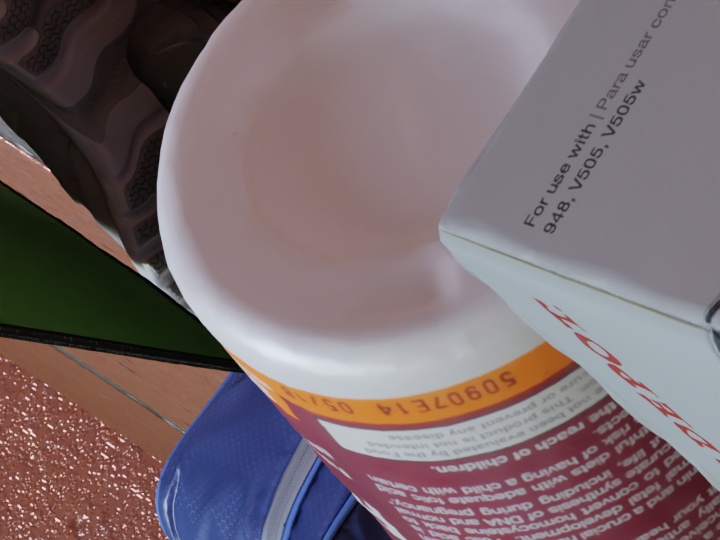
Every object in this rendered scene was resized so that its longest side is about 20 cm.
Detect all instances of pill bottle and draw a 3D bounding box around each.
[{"bbox_3d":[0.046,0.018,0.662,0.114,0.114,0.200,27,165,37],"label":"pill bottle"}]

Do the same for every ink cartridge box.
[{"bbox_3d":[0.129,0.018,0.496,0.147,0.083,0.200,40,169,-37],"label":"ink cartridge box"}]

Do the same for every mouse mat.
[{"bbox_3d":[-0.137,-0.022,0.842,0.200,0.008,0.161,31,-168,36],"label":"mouse mat"}]

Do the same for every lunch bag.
[{"bbox_3d":[0.042,0.104,1.111,0.200,0.136,0.132,39,170,-32],"label":"lunch bag"}]

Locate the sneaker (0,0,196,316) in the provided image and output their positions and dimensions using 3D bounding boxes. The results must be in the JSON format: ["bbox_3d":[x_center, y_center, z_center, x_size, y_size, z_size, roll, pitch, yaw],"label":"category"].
[{"bbox_3d":[-0.075,-0.061,0.905,0.200,0.075,0.082,53,169,-31],"label":"sneaker"}]

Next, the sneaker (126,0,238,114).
[{"bbox_3d":[0.000,0.000,0.848,0.200,0.091,0.076,41,177,-31],"label":"sneaker"}]
